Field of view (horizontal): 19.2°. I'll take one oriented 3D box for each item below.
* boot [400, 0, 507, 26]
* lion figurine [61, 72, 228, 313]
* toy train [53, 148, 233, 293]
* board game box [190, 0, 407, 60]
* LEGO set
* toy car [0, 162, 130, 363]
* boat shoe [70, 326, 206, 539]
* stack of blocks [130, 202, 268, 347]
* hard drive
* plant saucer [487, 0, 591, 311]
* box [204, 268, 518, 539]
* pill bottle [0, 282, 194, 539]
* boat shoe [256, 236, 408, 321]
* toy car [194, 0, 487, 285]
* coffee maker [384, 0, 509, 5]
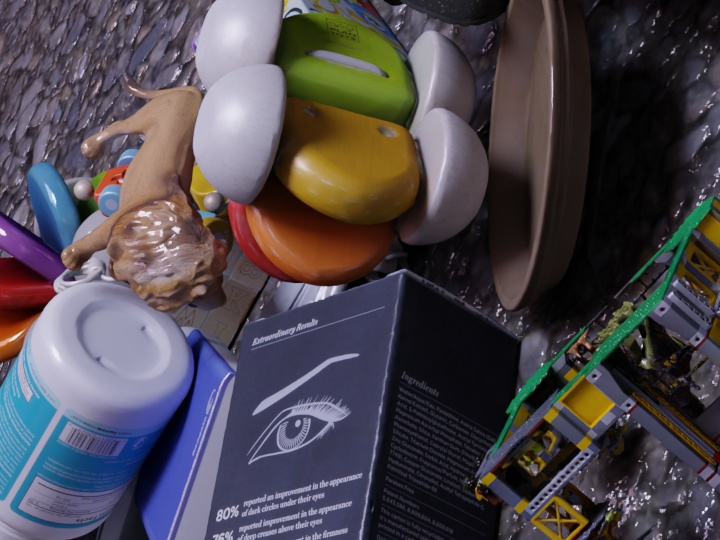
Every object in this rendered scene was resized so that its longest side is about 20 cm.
[{"bbox_3d":[0.015,-0.240,1.310,0.200,0.068,0.131,21,125,26],"label":"boot"},{"bbox_3d":[-0.130,-0.060,1.386,0.122,0.072,0.201,-24,56,44],"label":"lion figurine"},{"bbox_3d":[-0.142,-0.028,1.522,0.150,0.056,0.200,-15,27,15],"label":"toy train"},{"bbox_3d":[-0.035,-0.142,1.540,0.103,0.105,0.200,-55,30,16],"label":"board game box"},{"bbox_3d":[0.158,0.074,1.070,0.200,0.116,0.154,-48,2,21],"label":"LEGO set"},{"bbox_3d":[-0.263,-0.001,1.767,0.200,0.150,0.175,-63,28,3],"label":"toy car"},{"bbox_3d":[-0.177,0.127,1.558,0.091,0.071,0.201,20,92,32],"label":"boat shoe"},{"bbox_3d":[-0.125,0.000,1.628,0.200,0.058,0.115,-61,28,6],"label":"stack of blocks"},{"bbox_3d":[-0.112,0.117,1.416,0.200,0.025,0.132,-151,80,-77],"label":"hard drive"},{"bbox_3d":[0.104,-0.075,1.243,0.200,0.029,0.201,-177,90,-85],"label":"plant saucer"},{"bbox_3d":[-0.002,0.120,1.254,0.148,0.104,0.200,-18,52,44],"label":"box"},{"bbox_3d":[-0.199,0.109,1.455,0.200,0.111,0.111,-55,28,38],"label":"pill bottle"},{"bbox_3d":[0.000,0.000,1.416,0.065,0.074,0.200,23,77,27],"label":"boat shoe"},{"bbox_3d":[-0.024,-0.073,1.328,0.200,0.175,0.150,-94,23,-49],"label":"toy car"},{"bbox_3d":[0.041,-0.292,1.446,0.134,0.192,0.200,-21,31,-10],"label":"coffee maker"}]
